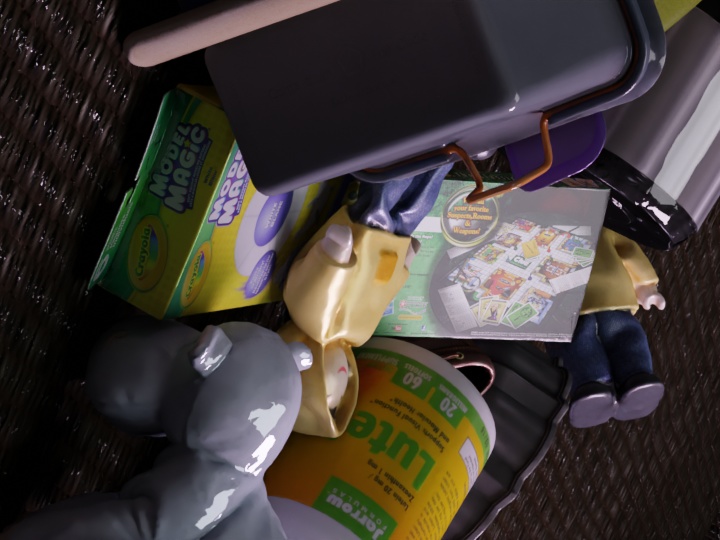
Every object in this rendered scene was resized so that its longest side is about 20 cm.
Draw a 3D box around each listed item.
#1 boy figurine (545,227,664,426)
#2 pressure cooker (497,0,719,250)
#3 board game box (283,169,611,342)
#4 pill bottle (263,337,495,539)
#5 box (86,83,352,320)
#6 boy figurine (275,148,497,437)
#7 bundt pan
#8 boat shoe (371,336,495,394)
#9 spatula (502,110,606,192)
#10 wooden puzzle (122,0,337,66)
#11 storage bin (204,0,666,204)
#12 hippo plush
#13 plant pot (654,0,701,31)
[{"bbox_3d":[0.158,0.013,1.660,0.124,0.201,0.065,-12,153,-8],"label":"boy figurine"},{"bbox_3d":[0.197,-0.137,1.528,0.200,0.176,0.179,-57,163,-4],"label":"pressure cooker"},{"bbox_3d":[0.054,-0.010,1.351,0.199,0.023,0.105,3,112,-30],"label":"board game box"},{"bbox_3d":[-0.011,0.145,1.299,0.200,0.111,0.111,-56,160,-34],"label":"pill bottle"},{"bbox_3d":[-0.068,-0.039,1.193,0.200,0.048,0.118,-7,123,-64],"label":"box"},{"bbox_3d":[0.000,0.000,1.255,0.201,0.064,0.124,-63,162,1],"label":"boy figurine"},{"bbox_3d":[0.052,0.117,1.554,0.202,0.076,0.202,-46,-167,14],"label":"bundt pan"},{"bbox_3d":[-0.002,0.090,1.428,0.200,0.070,0.071,-30,138,-28],"label":"boat shoe"},{"bbox_3d":[0.072,-0.142,1.164,0.056,0.201,0.021,-23,180,22],"label":"spatula"},{"bbox_3d":[-0.001,-0.170,1.063,0.200,0.185,0.046,-40,109,-42],"label":"wooden puzzle"},{"bbox_3d":[0.030,-0.099,1.100,0.134,0.199,0.146,-29,100,-56],"label":"storage bin"},{"bbox_3d":[-0.095,0.104,1.144,0.159,0.199,0.162,-2,101,-59],"label":"hippo plush"},{"bbox_3d":[0.102,-0.185,1.249,0.193,0.200,0.200,-49,160,1],"label":"plant pot"}]
